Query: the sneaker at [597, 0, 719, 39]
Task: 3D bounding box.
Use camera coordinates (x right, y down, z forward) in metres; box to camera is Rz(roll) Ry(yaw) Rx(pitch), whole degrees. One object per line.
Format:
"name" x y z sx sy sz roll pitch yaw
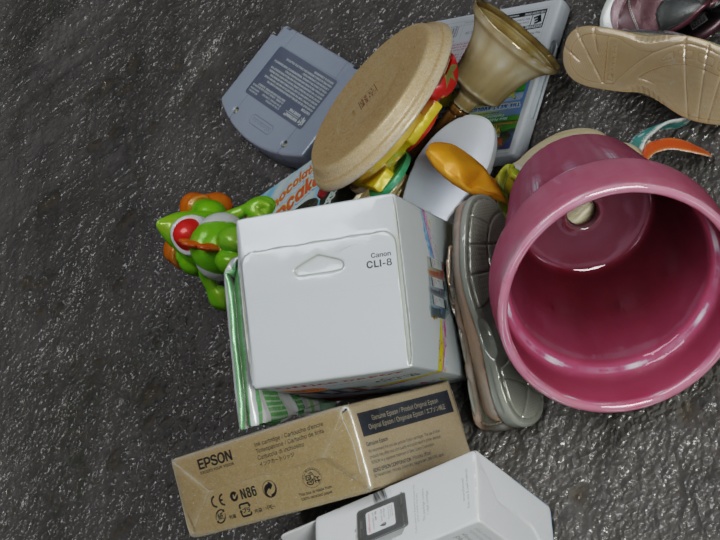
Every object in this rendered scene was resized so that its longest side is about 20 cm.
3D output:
"sneaker" 0.307 -0.278 1.597 0.115 0.075 0.201 22 87 45

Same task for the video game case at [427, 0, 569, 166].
"video game case" 0.103 -0.179 1.747 0.199 0.022 0.184 -3 58 42

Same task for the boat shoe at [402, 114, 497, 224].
"boat shoe" 0.078 -0.046 1.627 0.071 0.068 0.201 18 81 28

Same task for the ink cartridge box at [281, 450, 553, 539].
"ink cartridge box" 0.044 0.230 1.408 0.199 0.116 0.067 -27 45 27

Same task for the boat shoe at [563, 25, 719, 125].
"boat shoe" 0.276 -0.177 1.534 0.199 0.065 0.073 16 113 33

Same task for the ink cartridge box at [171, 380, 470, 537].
"ink cartridge box" -0.033 0.160 1.491 0.199 0.164 0.076 -20 84 32

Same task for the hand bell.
"hand bell" 0.089 -0.148 1.670 0.200 0.104 0.104 -51 37 19

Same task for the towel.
"towel" -0.069 0.058 1.536 0.023 0.200 0.154 -7 89 19

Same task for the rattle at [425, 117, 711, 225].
"rattle" 0.182 -0.110 1.520 0.199 0.143 0.131 -22 26 34

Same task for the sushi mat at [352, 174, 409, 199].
"sushi mat" 0.000 0.000 1.653 0.201 0.095 0.012 -54 12 -4

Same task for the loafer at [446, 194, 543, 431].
"loafer" 0.102 0.039 1.491 0.063 0.072 0.202 -20 78 46

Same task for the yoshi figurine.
"yoshi figurine" -0.125 -0.023 1.744 0.111 0.113 0.200 -31 17 -12

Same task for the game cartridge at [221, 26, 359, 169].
"game cartridge" -0.072 -0.186 1.913 0.134 0.041 0.200 -55 39 2

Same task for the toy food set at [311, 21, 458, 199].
"toy food set" 0.022 -0.148 1.640 0.199 0.049 0.200 -54 21 -3

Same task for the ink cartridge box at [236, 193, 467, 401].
"ink cartridge box" -0.001 0.028 1.488 0.144 0.200 0.146 -9 80 18

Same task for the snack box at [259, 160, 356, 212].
"snack box" -0.051 -0.053 1.759 0.199 0.037 0.117 -32 41 39

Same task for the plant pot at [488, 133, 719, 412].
"plant pot" 0.194 -0.017 1.412 0.200 0.200 0.179 -38 25 15
